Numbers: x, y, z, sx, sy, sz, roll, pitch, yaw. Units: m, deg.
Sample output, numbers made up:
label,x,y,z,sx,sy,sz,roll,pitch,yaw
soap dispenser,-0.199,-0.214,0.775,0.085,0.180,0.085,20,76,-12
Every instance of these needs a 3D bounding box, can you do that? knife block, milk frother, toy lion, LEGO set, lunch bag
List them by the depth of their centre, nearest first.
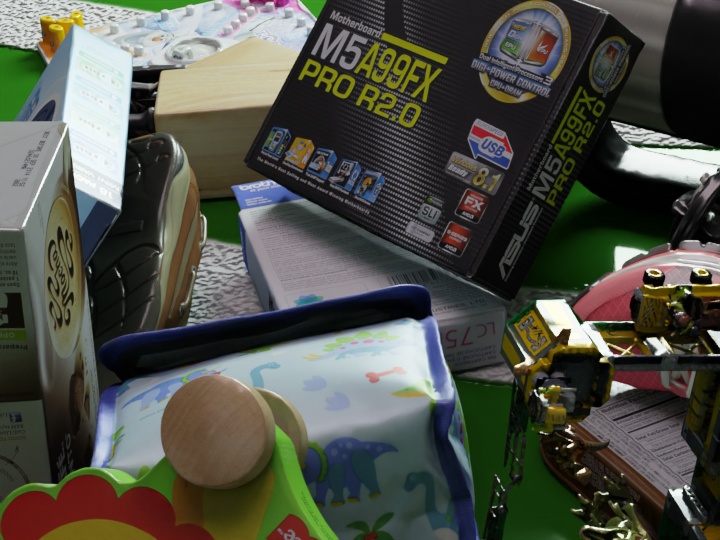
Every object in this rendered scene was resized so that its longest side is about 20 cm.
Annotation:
label,x,y,z,sx,sy,sz,roll,pitch,yaw
toy lion,-0.069,0.155,0.922,0.200,0.192,0.069,45,5,16
LEGO set,0.123,0.112,0.926,0.153,0.201,0.116,7,26,-20
lunch bag,-0.035,0.080,1.070,0.169,0.128,0.200,-10,18,1
milk frother,0.159,-0.095,1.268,0.187,0.182,0.200,16,23,29
knife block,-0.096,-0.083,1.427,0.175,0.064,0.199,-30,37,-35

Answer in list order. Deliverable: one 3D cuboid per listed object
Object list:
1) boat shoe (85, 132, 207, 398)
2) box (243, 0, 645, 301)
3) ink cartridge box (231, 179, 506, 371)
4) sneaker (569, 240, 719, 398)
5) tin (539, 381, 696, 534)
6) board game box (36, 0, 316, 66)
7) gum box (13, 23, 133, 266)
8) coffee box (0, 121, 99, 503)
label,x,y,z,sx,sy,sz,roll,pitch,yaw
boat shoe,-0.122,0.016,1.237,0.075,0.074,0.201,-6,49,25
box,0.042,-0.093,1.255,0.200,0.161,0.044,28,1,43
ink cartridge box,0.000,0.000,1.284,0.119,0.042,0.200,-10,32,-10
sneaker,0.189,0.041,1.066,0.199,0.074,0.087,5,32,18
tin,0.166,0.090,1.095,0.111,0.042,0.200,-15,30,-24
board game box,-0.119,-0.159,1.607,0.199,0.026,0.200,-14,30,-14
gum box,-0.187,-0.022,1.237,0.044,0.170,0.200,27,24,-18
coffee box,-0.178,0.042,1.076,0.079,0.201,0.113,0,28,5
